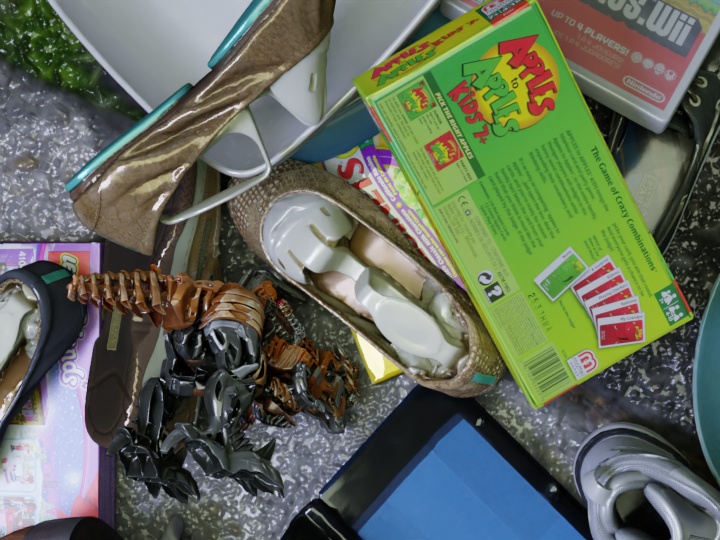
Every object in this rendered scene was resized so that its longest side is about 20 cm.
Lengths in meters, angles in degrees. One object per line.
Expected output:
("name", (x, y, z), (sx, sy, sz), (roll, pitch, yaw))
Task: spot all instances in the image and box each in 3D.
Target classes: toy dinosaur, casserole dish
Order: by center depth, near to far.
("toy dinosaur", (-0.084, 0.055, 1.019), (0.199, 0.102, 0.137), (21, 66, -19))
("casserole dish", (0.002, -0.148, 1.052), (0.199, 0.039, 0.122), (-32, 82, 6))

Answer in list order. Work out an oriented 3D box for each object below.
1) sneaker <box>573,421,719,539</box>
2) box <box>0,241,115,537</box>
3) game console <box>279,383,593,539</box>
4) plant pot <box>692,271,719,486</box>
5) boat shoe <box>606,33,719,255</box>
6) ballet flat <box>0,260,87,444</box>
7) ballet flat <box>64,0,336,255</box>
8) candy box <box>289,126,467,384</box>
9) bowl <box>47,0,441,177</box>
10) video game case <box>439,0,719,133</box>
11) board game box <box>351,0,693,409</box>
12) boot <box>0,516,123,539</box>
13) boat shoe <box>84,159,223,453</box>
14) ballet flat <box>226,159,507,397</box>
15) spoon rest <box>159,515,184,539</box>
("sneaker", (0.198, 0.165, 1.002), (0.200, 0.115, 0.075), (39, 99, 7))
("box", (-0.218, 0.083, 1.102), (0.136, 0.039, 0.202), (0, 89, 9))
("game console", (0.059, 0.184, 1.001), (0.200, 0.171, 0.118), (44, 110, -2))
("plant pot", (0.295, 0.055, 0.972), (0.134, 0.200, 0.202), (18, 92, -30))
("boat shoe", (0.178, -0.086, 1.040), (0.068, 0.057, 0.201), (17, 92, 8))
("ballet flat", (-0.233, 0.078, 1.050), (0.073, 0.073, 0.201), (37, 94, 7))
("ballet flat", (-0.064, -0.084, 0.939), (0.072, 0.068, 0.200), (44, 95, -10))
("candy box", (0.017, -0.043, 1.078), (0.102, 0.026, 0.201), (-23, 85, 10))
("bowl", (-0.056, -0.172, 1.007), (0.200, 0.075, 0.200), (-46, 81, 5))
("video game case", (0.153, -0.190, 1.026), (0.142, 0.017, 0.201), (29, 69, 7))
("board game box", (0.088, -0.037, 0.967), (0.101, 0.048, 0.201), (-30, 111, 0))
("boot", (-0.189, 0.230, 1.054), (0.199, 0.069, 0.189), (-17, 126, 34))
("boat shoe", (-0.109, 0.010, 1.076), (0.071, 0.076, 0.202), (11, 88, 50))
("ballet flat", (0.000, 0.000, 1.033), (0.199, 0.065, 0.071), (35, 100, 11))
("spoon rest", (-0.041, 0.214, 1.065), (0.199, 0.061, 0.100), (28, 93, 8))
